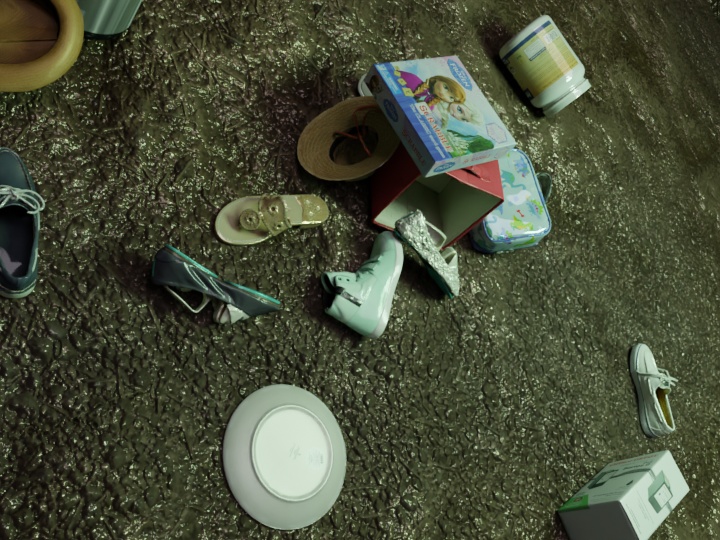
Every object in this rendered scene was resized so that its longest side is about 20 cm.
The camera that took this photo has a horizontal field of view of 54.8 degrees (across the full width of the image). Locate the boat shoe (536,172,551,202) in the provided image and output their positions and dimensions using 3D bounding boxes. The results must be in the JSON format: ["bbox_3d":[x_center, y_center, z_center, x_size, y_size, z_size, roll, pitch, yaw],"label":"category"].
[{"bbox_3d":[0.354,-0.141,1.477,0.075,0.060,0.201,40,52,-15],"label":"boat shoe"}]

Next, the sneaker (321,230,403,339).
[{"bbox_3d":[0.000,0.000,1.145,0.117,0.074,0.202,26,55,-21],"label":"sneaker"}]

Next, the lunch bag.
[{"bbox_3d":[0.285,-0.139,1.388,0.159,0.083,0.203,-10,72,-15],"label":"lunch bag"}]

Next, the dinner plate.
[{"bbox_3d":[-0.100,0.260,0.985,0.198,0.024,0.203,16,62,-31],"label":"dinner plate"}]

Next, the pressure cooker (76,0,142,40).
[{"bbox_3d":[-0.372,-0.455,0.982,0.175,0.200,0.180,-18,70,-49],"label":"pressure cooker"}]

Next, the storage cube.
[{"bbox_3d":[0.129,-0.175,1.245,0.169,0.200,0.182,19,53,-27],"label":"storage cube"}]

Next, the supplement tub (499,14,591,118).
[{"bbox_3d":[0.437,-0.479,1.638,0.144,0.144,0.201,-38,94,-41],"label":"supplement tub"}]

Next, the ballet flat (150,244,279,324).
[{"bbox_3d":[-0.209,0.034,0.987,0.199,0.073,0.074,30,54,-30],"label":"ballet flat"}]

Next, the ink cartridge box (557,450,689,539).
[{"bbox_3d":[0.476,0.416,1.256,0.199,0.146,0.085,-20,80,-41],"label":"ink cartridge box"}]

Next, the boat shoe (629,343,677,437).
[{"bbox_3d":[0.640,0.249,1.491,0.074,0.086,0.205,19,60,-28],"label":"boat shoe"}]

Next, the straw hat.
[{"bbox_3d":[-0.007,-0.206,1.222,0.085,0.198,0.203,68,29,-53],"label":"straw hat"}]

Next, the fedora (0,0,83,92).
[{"bbox_3d":[-0.473,-0.318,0.923,0.198,0.082,0.204,2,83,-20],"label":"fedora"}]

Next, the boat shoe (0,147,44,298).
[{"bbox_3d":[-0.436,-0.069,0.863,0.074,0.062,0.203,4,67,-33],"label":"boat shoe"}]

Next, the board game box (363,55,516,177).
[{"bbox_3d":[0.133,-0.260,1.144,0.198,0.041,0.201,-19,71,-37],"label":"board game box"}]

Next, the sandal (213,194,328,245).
[{"bbox_3d":[-0.128,-0.097,1.097,0.210,0.069,0.079,-13,77,-39],"label":"sandal"}]

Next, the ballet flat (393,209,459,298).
[{"bbox_3d":[0.133,-0.029,1.220,0.200,0.071,0.072,48,46,-34],"label":"ballet flat"}]

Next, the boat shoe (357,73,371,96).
[{"bbox_3d":[0.085,-0.327,1.366,0.198,0.075,0.060,22,15,-9],"label":"boat shoe"}]
